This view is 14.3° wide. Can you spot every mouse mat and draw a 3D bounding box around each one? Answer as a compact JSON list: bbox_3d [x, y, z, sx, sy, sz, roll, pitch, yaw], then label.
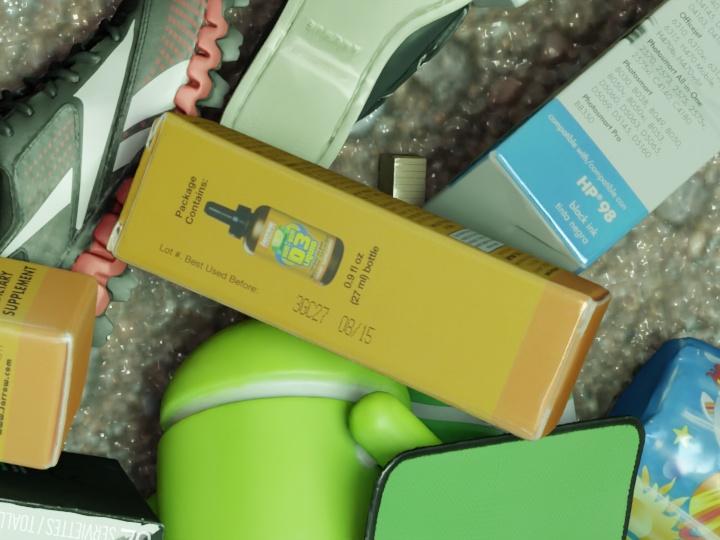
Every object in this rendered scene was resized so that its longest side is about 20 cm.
[{"bbox_3d":[0.052,0.162,1.231,0.160,0.008,0.201,-5,110,-42],"label":"mouse mat"}]

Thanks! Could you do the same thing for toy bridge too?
[{"bbox_3d":[0.018,-0.020,1.322,0.199,0.027,0.068,0,96,-16],"label":"toy bridge"}]

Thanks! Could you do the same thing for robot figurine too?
[{"bbox_3d":[-0.031,0.109,1.253,0.115,0.175,0.201,15,60,-35],"label":"robot figurine"}]

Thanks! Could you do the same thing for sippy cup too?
[{"bbox_3d":[0.175,0.102,1.328,0.130,0.178,0.140,32,115,-4],"label":"sippy cup"}]

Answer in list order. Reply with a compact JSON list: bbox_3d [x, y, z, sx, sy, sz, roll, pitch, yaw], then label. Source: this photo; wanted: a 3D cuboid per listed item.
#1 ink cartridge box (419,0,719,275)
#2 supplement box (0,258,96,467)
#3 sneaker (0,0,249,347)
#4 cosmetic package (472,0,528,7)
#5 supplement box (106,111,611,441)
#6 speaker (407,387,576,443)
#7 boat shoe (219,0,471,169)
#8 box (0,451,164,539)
[{"bbox_3d":[0.131,-0.073,1.280,0.200,0.116,0.067,-40,90,-19],"label":"ink cartridge box"},{"bbox_3d":[-0.216,0.023,1.206,0.199,0.067,0.069,10,115,1],"label":"supplement box"},{"bbox_3d":[-0.122,-0.065,1.259,0.098,0.071,0.201,26,90,-17],"label":"sneaker"},{"bbox_3d":[0.111,-0.218,1.306,0.200,0.071,0.102,-39,103,-9],"label":"cosmetic package"},{"bbox_3d":[0.000,0.000,1.196,0.199,0.069,0.067,24,99,8],"label":"supplement box"},{"bbox_3d":[0.057,0.142,1.317,0.088,0.088,0.201,-1,95,-14],"label":"speaker"},{"bbox_3d":[0.009,-0.121,1.250,0.074,0.066,0.200,31,103,-5],"label":"boat shoe"},{"bbox_3d":[-0.202,0.149,1.228,0.199,0.124,0.149,9,97,-16],"label":"box"}]
